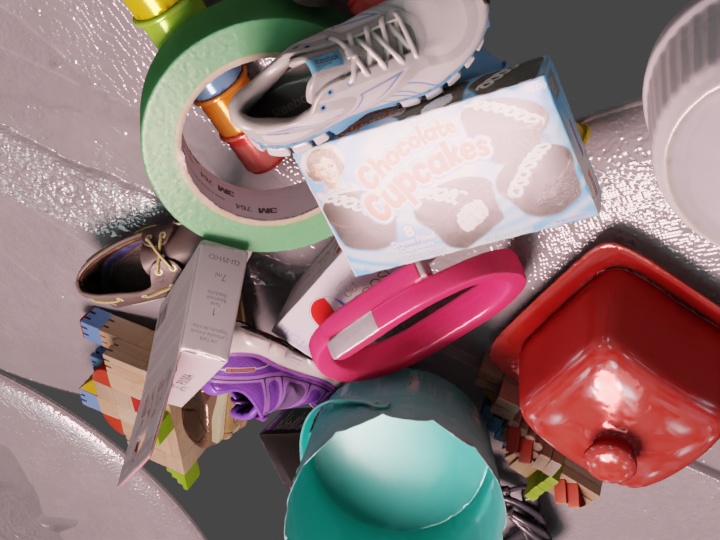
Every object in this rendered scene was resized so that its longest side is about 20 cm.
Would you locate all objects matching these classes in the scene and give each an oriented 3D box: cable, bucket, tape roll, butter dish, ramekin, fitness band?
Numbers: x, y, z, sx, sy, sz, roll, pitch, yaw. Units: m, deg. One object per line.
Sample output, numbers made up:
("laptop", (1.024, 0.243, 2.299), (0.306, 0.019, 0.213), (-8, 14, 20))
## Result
("cable", (0.108, 0.260, 1.258), (0.198, 0.051, 0.164), (-4, 137, 31))
("bucket", (0.032, 0.195, 1.072), (0.204, 0.135, 0.210), (1, 109, 3))
("tape roll", (-0.069, -0.109, 0.917), (0.198, 0.048, 0.202), (-6, 127, -8))
("butter dish", (0.217, 0.110, 0.988), (0.199, 0.149, 0.200), (32, 135, -8))
("ramekin", (0.287, -0.095, 0.802), (0.200, 0.095, 0.204), (12, 135, 12))
("fitness band", (0.046, 0.038, 1.005), (0.199, 0.038, 0.143), (-33, 159, 25))

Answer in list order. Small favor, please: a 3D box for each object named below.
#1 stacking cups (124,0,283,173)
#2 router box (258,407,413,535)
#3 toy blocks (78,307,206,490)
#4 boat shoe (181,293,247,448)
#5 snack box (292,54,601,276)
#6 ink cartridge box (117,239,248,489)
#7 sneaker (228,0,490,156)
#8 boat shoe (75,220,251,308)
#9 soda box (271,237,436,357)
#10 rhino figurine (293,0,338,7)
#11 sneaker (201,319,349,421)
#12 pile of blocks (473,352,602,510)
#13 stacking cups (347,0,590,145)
("stacking cups", (-0.120, -0.166, 0.941), (0.060, 0.061, 0.201), (-11, 132, 31))
("router box", (-0.002, 0.235, 1.226), (0.148, 0.051, 0.202), (-7, 114, 42))
("toy blocks", (-0.236, 0.126, 1.256), (0.135, 0.100, 0.201), (18, 136, 23))
("boat shoe", (-0.133, 0.075, 1.172), (0.072, 0.076, 0.202), (36, 129, 40))
("snack box", (0.062, -0.071, 0.868), (0.198, 0.037, 0.117), (-14, 120, 25))
("ink cartridge box", (-0.151, 0.088, 0.997), (0.044, 0.178, 0.200), (15, 160, -14))
("sneaker", (-0.003, -0.138, 0.807), (0.199, 0.087, 0.076), (-29, 84, 13))
("boat shoe", (-0.182, -0.009, 1.099), (0.199, 0.059, 0.073), (-16, 83, 37))
("soda box", (0.000, 0.000, 1.037), (0.063, 0.068, 0.200), (34, 136, -10))
("rhino figurine", (-0.077, -0.260, 0.831), (0.199, 0.060, 0.087), (37, 140, -9))
("sneaker", (-0.085, 0.106, 1.121), (0.080, 0.084, 0.199), (25, 177, 40))
("pile of blocks", (0.156, 0.170, 1.133), (0.082, 0.062, 0.200), (-20, 120, 36))
("stacking cups", (0.075, -0.141, 0.874), (0.199, 0.061, 0.060), (36, 135, -12))
